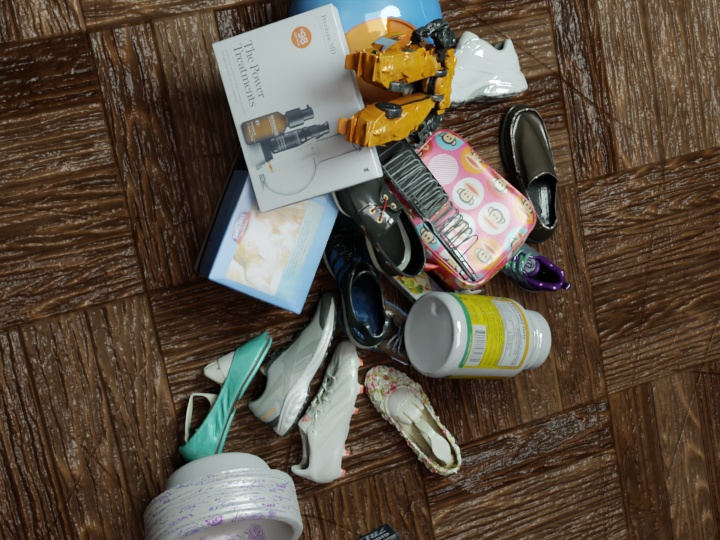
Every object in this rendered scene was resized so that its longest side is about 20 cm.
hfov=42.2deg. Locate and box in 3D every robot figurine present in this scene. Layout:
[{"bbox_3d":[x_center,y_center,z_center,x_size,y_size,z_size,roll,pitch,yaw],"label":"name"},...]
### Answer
[{"bbox_3d":[0.049,-0.209,1.054,0.199,0.057,0.148,-30,134,-55],"label":"robot figurine"}]

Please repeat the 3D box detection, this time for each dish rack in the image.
[{"bbox_3d":[0.085,-0.081,1.133,0.054,0.201,0.153,-39,132,7],"label":"dish rack"}]

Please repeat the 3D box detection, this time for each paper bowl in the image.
[{"bbox_3d":[-0.179,0.308,1.200,0.197,0.202,0.106,-5,57,-18],"label":"paper bowl"}]

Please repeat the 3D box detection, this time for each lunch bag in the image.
[{"bbox_3d":[0.122,-0.071,1.277,0.176,0.082,0.200,-44,83,-11],"label":"lunch bag"}]

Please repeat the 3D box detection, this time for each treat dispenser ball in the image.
[{"bbox_3d":[0.006,-0.304,1.181,0.197,0.200,0.205,-2,96,-18],"label":"treat dispenser ball"}]

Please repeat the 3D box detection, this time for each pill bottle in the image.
[{"bbox_3d":[0.165,0.090,1.269,0.197,0.112,0.115,6,94,-38],"label":"pill bottle"}]

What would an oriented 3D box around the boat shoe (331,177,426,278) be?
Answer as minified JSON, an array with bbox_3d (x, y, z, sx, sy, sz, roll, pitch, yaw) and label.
[{"bbox_3d":[0.024,-0.073,1.169,0.074,0.063,0.203,-47,127,-24],"label":"boat shoe"}]

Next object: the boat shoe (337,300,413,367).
[{"bbox_3d":[0.061,0.092,1.308,0.197,0.072,0.073,25,86,-20],"label":"boat shoe"}]

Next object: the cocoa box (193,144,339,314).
[{"bbox_3d":[-0.114,-0.065,1.200,0.131,0.131,0.203,21,88,-19],"label":"cocoa box"}]

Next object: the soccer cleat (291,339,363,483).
[{"bbox_3d":[-0.046,0.194,1.287,0.076,0.069,0.204,9,95,-16],"label":"soccer cleat"}]

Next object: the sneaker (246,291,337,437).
[{"bbox_3d":[-0.087,0.118,1.262,0.078,0.074,0.203,26,82,1],"label":"sneaker"}]

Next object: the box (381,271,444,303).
[{"bbox_3d":[0.094,0.036,1.331,0.200,0.041,0.039,44,81,-19],"label":"box"}]

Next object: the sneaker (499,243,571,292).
[{"bbox_3d":[0.212,-0.028,1.340,0.197,0.087,0.076,24,88,-20],"label":"sneaker"}]

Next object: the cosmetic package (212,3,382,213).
[{"bbox_3d":[-0.072,-0.185,1.084,0.148,0.052,0.204,-16,95,8],"label":"cosmetic package"}]

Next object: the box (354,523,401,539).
[{"bbox_3d":[-0.006,0.499,1.341,0.197,0.050,0.202,-23,101,-15],"label":"box"}]

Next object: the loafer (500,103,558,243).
[{"bbox_3d":[0.256,-0.143,1.343,0.072,0.071,0.204,-11,89,-17],"label":"loafer"}]

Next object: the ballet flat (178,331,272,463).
[{"bbox_3d":[-0.186,0.165,1.237,0.069,0.067,0.203,25,86,-7],"label":"ballet flat"}]

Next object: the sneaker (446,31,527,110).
[{"bbox_3d":[0.137,-0.279,1.303,0.197,0.078,0.101,-14,93,-26],"label":"sneaker"}]

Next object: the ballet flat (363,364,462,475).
[{"bbox_3d":[0.084,0.215,1.333,0.076,0.064,0.200,-44,106,-9],"label":"ballet flat"}]

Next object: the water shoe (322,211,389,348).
[{"bbox_3d":[0.000,0.000,1.247,0.070,0.079,0.203,-12,75,-20],"label":"water shoe"}]
